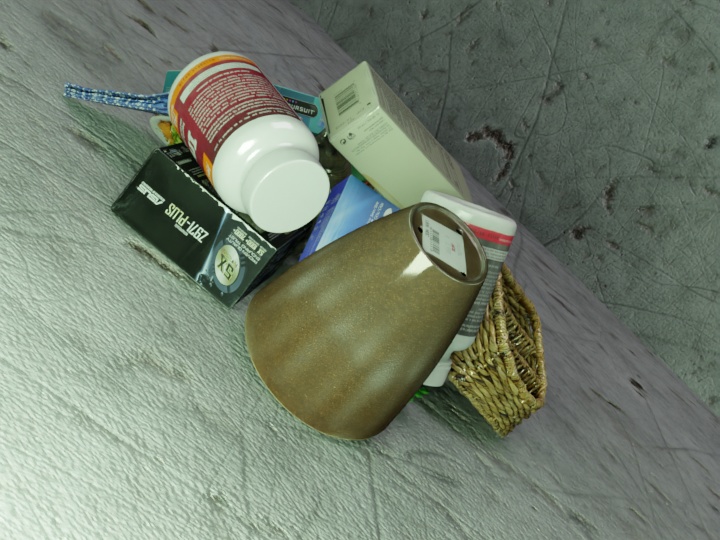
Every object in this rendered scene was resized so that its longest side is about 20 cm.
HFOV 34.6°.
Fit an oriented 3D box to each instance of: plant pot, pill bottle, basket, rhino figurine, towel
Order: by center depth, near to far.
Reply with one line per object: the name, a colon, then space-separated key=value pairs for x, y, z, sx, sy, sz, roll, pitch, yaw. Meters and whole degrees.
plant pot: x=0.021 y=0.031 z=1.098 sx=0.187 sy=0.200 sz=0.187 roll=27 pitch=40 yaw=-25
pill bottle: x=-0.113 y=-0.130 z=1.180 sx=0.113 sy=0.113 sz=0.200 roll=27 pitch=19 yaw=-45
pill bottle: x=0.088 y=0.021 z=1.277 sx=0.111 sy=0.200 sz=0.111 roll=19 pitch=8 yaw=-3
towel: x=-0.238 y=-0.197 z=1.372 sx=0.200 sy=0.024 sz=0.145 roll=14 pitch=6 yaw=40
rhino figurine: x=-0.051 y=-0.097 z=1.397 sx=0.087 sy=0.200 sz=0.060 roll=-11 pitch=42 yaw=-33
basket: x=0.179 y=0.102 z=1.443 sx=0.143 sy=0.149 sz=0.200 roll=51 pitch=0 yaw=37

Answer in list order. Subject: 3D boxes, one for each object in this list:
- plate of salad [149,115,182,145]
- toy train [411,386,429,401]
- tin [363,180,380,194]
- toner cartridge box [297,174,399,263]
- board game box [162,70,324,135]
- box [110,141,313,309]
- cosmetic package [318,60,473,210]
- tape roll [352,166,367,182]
plate of salad: x=-0.178 y=-0.130 z=1.442 sx=0.200 sy=0.048 sz=0.200 roll=25 pitch=-13 yaw=6
toy train: x=0.042 y=0.124 z=1.328 sx=0.056 sy=0.042 sz=0.200 roll=34 pitch=11 yaw=15
tin: x=0.054 y=-0.025 z=1.446 sx=0.042 sy=0.112 sz=0.200 roll=-1 pitch=-59 yaw=56
toner cartridge box: x=-0.018 y=0.002 z=1.268 sx=0.095 sy=0.043 sz=0.200 roll=33 pitch=59 yaw=-18
board game box: x=-0.129 y=-0.209 z=1.468 sx=0.200 sy=0.047 sz=0.151 roll=11 pitch=1 yaw=-37
box: x=-0.155 y=-0.059 z=1.264 sx=0.164 sy=0.086 sz=0.200 roll=40 pitch=14 yaw=-1
cosmetic package: x=0.043 y=-0.133 z=1.328 sx=0.200 sy=0.071 sz=0.105 roll=44 pitch=21 yaw=-35
tape roll: x=0.036 y=-0.057 z=1.538 sx=0.200 sy=0.200 sz=0.048 roll=31 pitch=17 yaw=-34
